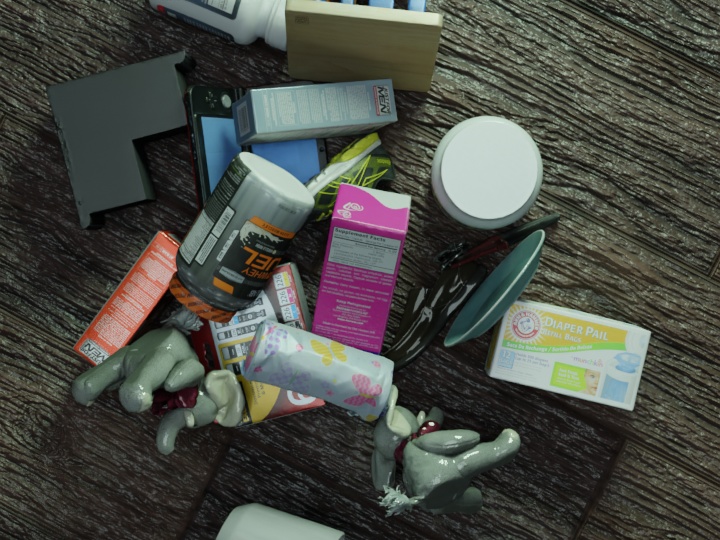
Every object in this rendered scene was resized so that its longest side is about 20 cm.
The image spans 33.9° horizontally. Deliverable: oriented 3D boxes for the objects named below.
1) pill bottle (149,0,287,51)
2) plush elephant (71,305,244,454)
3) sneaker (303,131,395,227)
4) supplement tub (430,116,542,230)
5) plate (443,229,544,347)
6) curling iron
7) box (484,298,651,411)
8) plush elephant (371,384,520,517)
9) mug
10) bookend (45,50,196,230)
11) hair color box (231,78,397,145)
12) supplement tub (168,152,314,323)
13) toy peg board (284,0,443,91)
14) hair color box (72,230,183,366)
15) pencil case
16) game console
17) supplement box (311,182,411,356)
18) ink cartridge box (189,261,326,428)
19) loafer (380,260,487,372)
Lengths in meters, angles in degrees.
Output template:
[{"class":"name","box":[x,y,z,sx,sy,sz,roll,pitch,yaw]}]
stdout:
[{"class":"pill bottle","box":[-0.176,-0.377,1.610,0.199,0.120,0.120,23,92,2]},{"class":"plush elephant","box":[-0.250,0.161,1.555,0.164,0.200,0.156,-6,120,42]},{"class":"sneaker","box":[-0.028,-0.104,1.611,0.200,0.074,0.085,-43,99,-16]},{"class":"supplement tub","box":[0.164,-0.126,1.556,0.143,0.200,0.146,0,91,3]},{"class":"plate","box":[0.183,0.030,1.560,0.026,0.200,0.200,40,93,-3]},{"class":"curling iron","box":[0.190,-0.040,1.612,0.199,0.050,0.026,-18,71,-20]},{"class":"box","box":[0.277,0.109,1.605,0.198,0.101,0.113,12,92,3]},{"class":"plush elephant","box":[0.085,0.244,1.606,0.199,0.165,0.155,-9,50,-28]},{"class":"mug","box":[-0.128,0.411,1.617,0.152,0.149,0.188,25,86,10]},{"class":"bookend","box":[-0.306,-0.178,1.634,0.198,0.092,0.200,-15,91,2]},{"class":"hair color box","box":[-0.062,-0.212,1.582,0.198,0.099,0.061,-8,90,-22]},{"class":"supplement tub","box":[-0.157,-0.040,1.524,0.122,0.123,0.201,34,105,2]},{"class":"toy peg board","box":[0.005,-0.331,1.570,0.198,0.199,0.099,6,74,0]},{"class":"hair color box","box":[-0.304,0.042,1.635,0.061,0.102,0.200,38,94,2]},{"class":"pencil case","box":[-0.054,0.132,1.552,0.199,0.083,0.091,20,132,-10]},{"class":"game console","box":[-0.138,-0.159,1.617,0.118,0.172,0.202,-7,91,30]},{"class":"supplement box","box":[0.000,0.000,1.574,0.102,0.101,0.201,12,121,-1]},{"class":"ink cartridge box","box":[-0.151,0.107,1.636,0.174,0.084,0.202,-15,91,4]},{"class":"loafer","box":[0.090,0.056,1.635,0.071,0.073,0.200,41,83,5]}]
